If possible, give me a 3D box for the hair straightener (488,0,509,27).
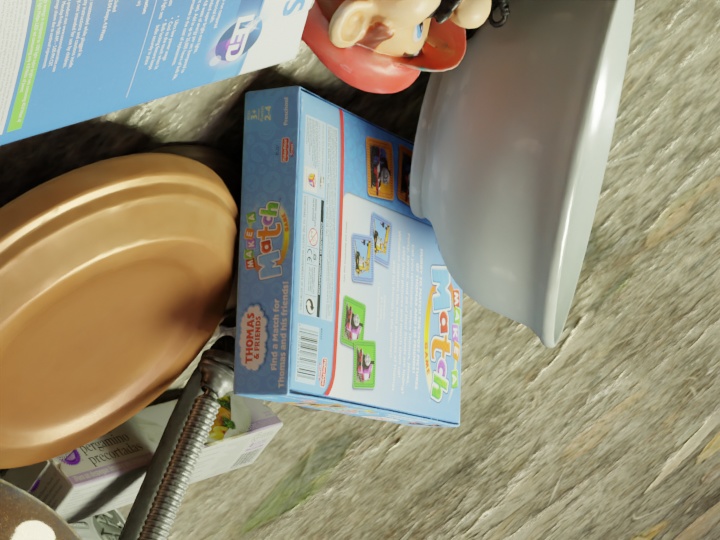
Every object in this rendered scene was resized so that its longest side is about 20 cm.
[{"bbox_3d":[0.139,-0.186,0.938,0.200,0.041,0.077,-43,154,8],"label":"hair straightener"}]

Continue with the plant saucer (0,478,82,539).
[{"bbox_3d":[-0.228,0.156,0.936,0.200,0.035,0.200,1,138,1],"label":"plant saucer"}]

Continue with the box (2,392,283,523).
[{"bbox_3d":[-0.120,0.103,1.106,0.041,0.039,0.200,-53,159,26],"label":"box"}]

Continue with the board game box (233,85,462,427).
[{"bbox_3d":[0.000,0.000,1.018,0.037,0.152,0.200,-3,170,28],"label":"board game box"}]

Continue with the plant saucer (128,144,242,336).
[{"bbox_3d":[-0.130,0.018,0.991,0.200,0.029,0.200,-31,153,-17],"label":"plant saucer"}]

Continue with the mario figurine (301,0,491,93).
[{"bbox_3d":[0.035,-0.155,0.845,0.123,0.106,0.200,-28,151,-28],"label":"mario figurine"}]

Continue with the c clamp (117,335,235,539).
[{"bbox_3d":[-0.097,0.115,0.980,0.171,0.027,0.200,127,-15,-64],"label":"c clamp"}]

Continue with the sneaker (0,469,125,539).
[{"bbox_3d":[-0.193,0.173,1.124,0.099,0.078,0.200,-31,153,9],"label":"sneaker"}]

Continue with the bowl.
[{"bbox_3d":[0.080,-0.066,1.013,0.201,0.090,0.202,12,90,-81],"label":"bowl"}]

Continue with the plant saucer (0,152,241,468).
[{"bbox_3d":[-0.136,0.029,0.923,0.200,0.037,0.200,-32,154,-18],"label":"plant saucer"}]

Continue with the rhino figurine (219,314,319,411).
[{"bbox_3d":[-0.029,0.036,1.098,0.087,0.060,0.200,-40,166,0],"label":"rhino figurine"}]

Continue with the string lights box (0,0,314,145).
[{"bbox_3d":[-0.105,-0.114,0.767,0.200,0.059,0.103,-21,150,-35],"label":"string lights box"}]
